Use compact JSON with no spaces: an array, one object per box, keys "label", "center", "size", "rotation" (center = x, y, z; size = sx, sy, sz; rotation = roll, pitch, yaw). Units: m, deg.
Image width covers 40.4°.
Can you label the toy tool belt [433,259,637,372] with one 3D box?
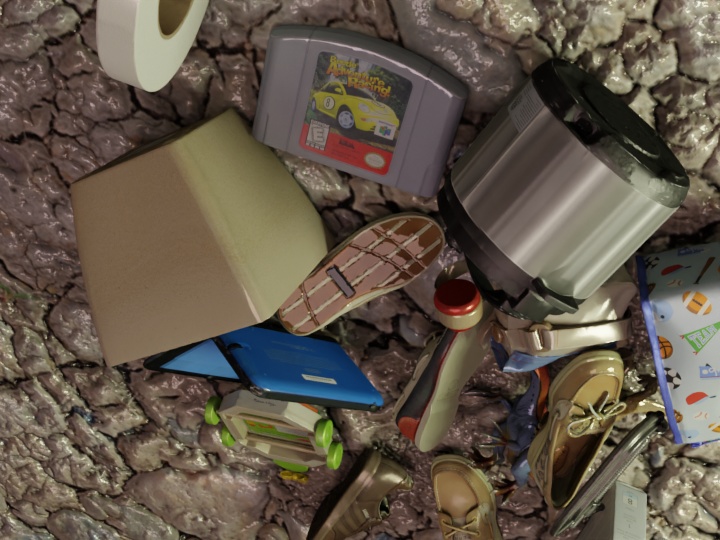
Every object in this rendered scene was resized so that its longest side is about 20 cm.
[{"label":"toy tool belt","center":[0.175,0.054,0.982],"size":[0.197,0.126,0.124],"rotation":[-11,130,-1]}]

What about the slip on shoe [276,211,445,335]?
[{"label":"slip on shoe","center":[0.000,0.000,1.041],"size":[0.199,0.061,0.076],"rotation":[-35,98,12]}]

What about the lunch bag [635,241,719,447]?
[{"label":"lunch bag","center":[0.367,0.074,0.947],"size":[0.168,0.124,0.202],"rotation":[-12,113,21]}]

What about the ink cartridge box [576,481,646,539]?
[{"label":"ink cartridge box","center":[0.276,0.369,1.124],"size":[0.047,0.201,0.161],"rotation":[20,127,1]}]

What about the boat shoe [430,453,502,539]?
[{"label":"boat shoe","center":[0.134,0.316,1.211],"size":[0.073,0.067,0.202],"rotation":[-12,120,22]}]

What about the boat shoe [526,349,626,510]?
[{"label":"boat shoe","center":[0.224,0.162,0.993],"size":[0.072,0.063,0.202],"rotation":[0,133,-9]}]

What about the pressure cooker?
[{"label":"pressure cooker","center":[0.165,-0.062,0.869],"size":[0.179,0.176,0.200],"rotation":[45,116,8]}]

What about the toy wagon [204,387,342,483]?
[{"label":"toy wagon","center":[-0.098,0.204,1.193],"size":[0.153,0.040,0.201],"rotation":[9,150,16]}]

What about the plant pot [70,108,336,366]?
[{"label":"plant pot","center":[-0.170,-0.047,0.982],"size":[0.198,0.200,0.179],"rotation":[-16,107,25]}]

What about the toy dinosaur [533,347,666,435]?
[{"label":"toy dinosaur","center":[0.283,0.139,1.064],"size":[0.197,0.059,0.102],"rotation":[0,132,-9]}]

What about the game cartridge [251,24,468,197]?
[{"label":"game cartridge","center":[-0.002,-0.159,0.946],"size":[0.197,0.041,0.134],"rotation":[18,123,3]}]

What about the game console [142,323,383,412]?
[{"label":"game console","center":[-0.105,0.124,1.063],"size":[0.199,0.171,0.119],"rotation":[15,114,-46]}]

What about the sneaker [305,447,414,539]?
[{"label":"sneaker","center":[-0.005,0.311,1.245],"size":[0.075,0.071,0.201],"rotation":[29,127,-6]}]

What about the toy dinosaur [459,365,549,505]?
[{"label":"toy dinosaur","center":[0.183,0.166,1.114],"size":[0.198,0.105,0.183],"rotation":[9,123,-33]}]

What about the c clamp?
[{"label":"c clamp","center":[0.265,0.213,1.039],"size":[0.027,0.170,0.201],"rotation":[45,125,25]}]

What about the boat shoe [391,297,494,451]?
[{"label":"boat shoe","center":[0.089,0.105,1.082],"size":[0.063,0.071,0.202],"rotation":[43,124,38]}]

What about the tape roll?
[{"label":"tape roll","center":[-0.164,-0.254,0.823],"size":[0.037,0.204,0.205],"rotation":[19,127,2]}]
